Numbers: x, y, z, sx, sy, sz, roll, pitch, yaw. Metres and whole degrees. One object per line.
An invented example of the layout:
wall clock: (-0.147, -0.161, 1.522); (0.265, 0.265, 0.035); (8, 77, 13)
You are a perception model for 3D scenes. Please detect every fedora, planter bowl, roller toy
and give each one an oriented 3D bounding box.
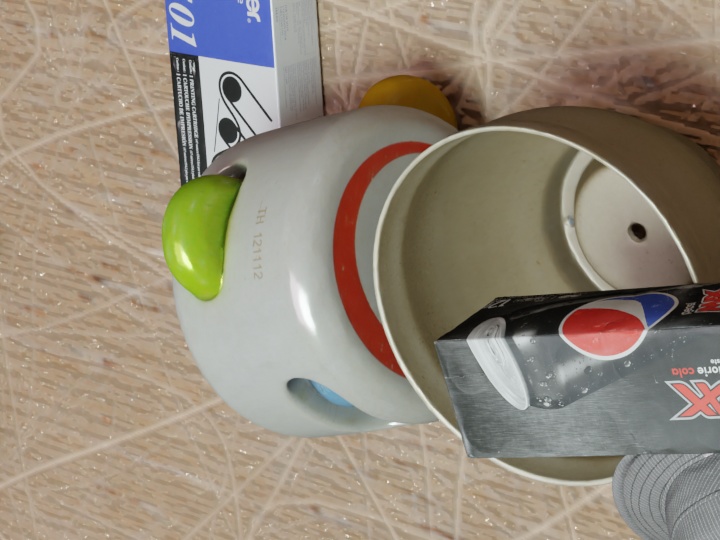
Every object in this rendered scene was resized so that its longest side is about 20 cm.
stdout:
fedora: (0.229, 0.147, 1.288); (0.200, 0.090, 0.177); (-5, 145, 10)
planter bowl: (0.127, -0.003, 1.360); (0.200, 0.135, 0.200); (16, 120, 31)
roller toy: (0.000, 0.000, 1.461); (0.140, 0.200, 0.183); (-11, 108, 47)

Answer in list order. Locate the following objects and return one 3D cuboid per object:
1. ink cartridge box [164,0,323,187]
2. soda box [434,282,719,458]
ink cartridge box: (-0.072, -0.125, 1.579); (0.094, 0.044, 0.200); (13, 115, 39)
soda box: (0.139, 0.048, 1.245); (0.200, 0.063, 0.071); (-5, 108, 37)
